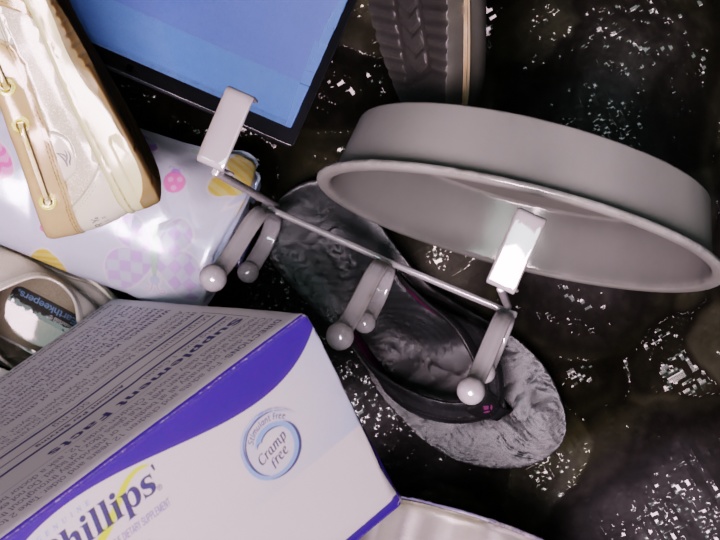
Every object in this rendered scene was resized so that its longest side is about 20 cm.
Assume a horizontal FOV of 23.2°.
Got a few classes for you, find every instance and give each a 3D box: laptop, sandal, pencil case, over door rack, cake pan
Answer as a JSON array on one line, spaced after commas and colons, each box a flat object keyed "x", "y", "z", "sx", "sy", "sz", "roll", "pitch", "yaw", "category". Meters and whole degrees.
[{"x": -0.069, "y": -0.196, "z": 0.841, "sx": 0.176, "sy": 0.103, "sz": 0.201, "roll": 23, "pitch": 114, "yaw": -2, "category": "laptop"}, {"x": 0.026, "y": 0.037, "z": 0.920, "sx": 0.200, "sy": 0.048, "sz": 0.075, "roll": 42, "pitch": 102, "yaw": -6, "category": "sandal"}, {"x": -0.151, "y": -0.048, "z": 0.895, "sx": 0.199, "sy": 0.083, "sz": 0.091, "roll": 21, "pitch": 95, "yaw": -1, "category": "pencil case"}, {"x": 0.000, "y": 0.000, "z": 0.802, "sx": 0.147, "sy": 0.200, "sz": 0.067, "roll": 23, "pitch": 78, "yaw": 7, "category": "over door rack"}, {"x": 0.079, "y": -0.034, "z": 0.834, "sx": 0.199, "sy": 0.200, "sz": 0.037, "roll": 15, "pitch": 82, "yaw": 0, "category": "cake pan"}]

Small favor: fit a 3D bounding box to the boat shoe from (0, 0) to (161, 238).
[{"x": -0.163, "y": -0.106, "z": 0.796, "sx": 0.066, "sy": 0.074, "sz": 0.201, "roll": -28, "pitch": 98, "yaw": 1, "category": "boat shoe"}]

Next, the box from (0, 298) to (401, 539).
[{"x": -0.118, "y": 0.105, "z": 0.801, "sx": 0.184, "sy": 0.199, "sz": 0.105, "roll": -36, "pitch": 110, "yaw": -27, "category": "box"}]

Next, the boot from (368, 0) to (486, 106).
[{"x": 0.075, "y": -0.177, "z": 0.831, "sx": 0.137, "sy": 0.077, "sz": 0.202, "roll": -11, "pitch": 105, "yaw": -29, "category": "boot"}]

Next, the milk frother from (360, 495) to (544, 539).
[{"x": 0.046, "y": 0.239, "z": 0.934, "sx": 0.179, "sy": 0.200, "sz": 0.189, "roll": 19, "pitch": 74, "yaw": -7, "category": "milk frother"}]

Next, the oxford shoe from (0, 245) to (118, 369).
[{"x": -0.219, "y": 0.004, "z": 0.926, "sx": 0.199, "sy": 0.058, "sz": 0.076, "roll": 23, "pitch": 108, "yaw": 1, "category": "oxford shoe"}]

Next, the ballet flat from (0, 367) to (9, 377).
[{"x": -0.224, "y": 0.071, "z": 0.898, "sx": 0.199, "sy": 0.069, "sz": 0.070, "roll": 30, "pitch": 104, "yaw": -5, "category": "ballet flat"}]
